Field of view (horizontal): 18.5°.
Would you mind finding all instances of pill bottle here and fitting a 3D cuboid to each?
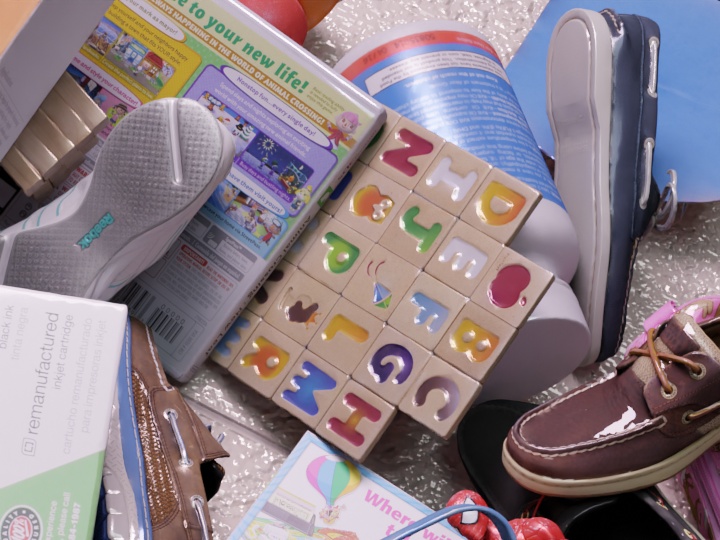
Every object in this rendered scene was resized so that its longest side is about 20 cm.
[{"bbox_3d":[0.055,-0.031,1.222,0.112,0.112,0.201,-6,54,-21],"label":"pill bottle"}]

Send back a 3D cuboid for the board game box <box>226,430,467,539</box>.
[{"bbox_3d":[0.021,0.184,1.095,0.200,0.034,0.135,32,51,8],"label":"board game box"}]

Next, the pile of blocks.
[{"bbox_3d":[-0.226,-0.100,1.176,0.199,0.062,0.082,22,78,5],"label":"pile of blocks"}]

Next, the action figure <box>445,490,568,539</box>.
[{"bbox_3d":[0.104,0.184,1.057,0.052,0.065,0.200,-12,57,-45],"label":"action figure"}]

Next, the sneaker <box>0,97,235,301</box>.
[{"bbox_3d":[-0.140,-0.008,1.139,0.200,0.080,0.071,-37,80,7],"label":"sneaker"}]

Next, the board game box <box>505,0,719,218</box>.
[{"bbox_3d":[0.171,-0.103,1.365,0.158,0.039,0.200,24,47,10],"label":"board game box"}]

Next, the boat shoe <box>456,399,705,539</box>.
[{"bbox_3d":[0.117,0.126,1.121,0.074,0.063,0.201,-51,55,5],"label":"boat shoe"}]

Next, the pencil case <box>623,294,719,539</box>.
[{"bbox_3d":[0.204,0.111,1.178,0.082,0.087,0.201,-12,55,-5],"label":"pencil case"}]

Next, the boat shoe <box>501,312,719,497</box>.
[{"bbox_3d":[0.161,0.051,1.113,0.199,0.072,0.072,-16,33,-12],"label":"boat shoe"}]

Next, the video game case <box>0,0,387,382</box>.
[{"bbox_3d":[-0.117,-0.070,1.196,0.200,0.022,0.182,36,86,12],"label":"video game case"}]

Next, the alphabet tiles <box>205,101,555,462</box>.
[{"bbox_3d":[0.000,0.000,1.164,0.200,0.006,0.167,32,83,34],"label":"alphabet tiles"}]

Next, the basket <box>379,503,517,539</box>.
[{"bbox_3d":[-0.002,0.215,0.977,0.199,0.139,0.177,-19,91,-18],"label":"basket"}]

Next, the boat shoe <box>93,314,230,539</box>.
[{"bbox_3d":[-0.106,0.099,1.096,0.072,0.072,0.200,17,38,-22],"label":"boat shoe"}]

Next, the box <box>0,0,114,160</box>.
[{"bbox_3d":[-0.219,-0.121,1.099,0.124,0.098,0.200,32,79,8],"label":"box"}]

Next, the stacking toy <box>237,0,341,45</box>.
[{"bbox_3d":[-0.093,-0.129,1.260,0.146,0.146,0.201,21,65,0],"label":"stacking toy"}]

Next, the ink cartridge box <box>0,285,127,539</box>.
[{"bbox_3d":[-0.214,0.078,0.989,0.199,0.084,0.147,9,69,-7],"label":"ink cartridge box"}]

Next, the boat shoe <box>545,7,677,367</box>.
[{"bbox_3d":[0.141,-0.046,1.247,0.062,0.075,0.201,2,83,-25],"label":"boat shoe"}]
